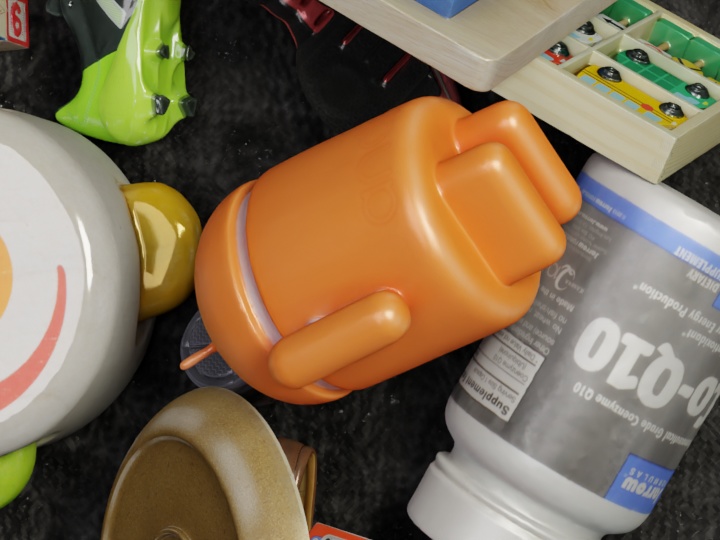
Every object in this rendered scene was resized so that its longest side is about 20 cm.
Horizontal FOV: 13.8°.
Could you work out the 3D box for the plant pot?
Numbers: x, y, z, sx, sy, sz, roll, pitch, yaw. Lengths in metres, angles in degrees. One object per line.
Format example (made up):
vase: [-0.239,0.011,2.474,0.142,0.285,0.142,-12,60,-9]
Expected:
plant pot: [-0.082,0.157,1.442,0.200,0.027,0.201,0,90,58]

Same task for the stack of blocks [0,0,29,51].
stack of blocks: [-0.291,-0.147,1.584,0.199,0.115,0.059,-4,84,19]

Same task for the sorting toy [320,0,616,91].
sorting toy: [0.035,-0.194,1.430,0.199,0.199,0.070,31,128,18]

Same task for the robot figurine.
robot figurine: [0.005,-0.008,1.398,0.199,0.116,0.145,-25,61,28]

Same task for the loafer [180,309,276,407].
loafer: [0.000,0.000,1.509,0.200,0.063,0.072,-36,58,8]

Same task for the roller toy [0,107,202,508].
roller toy: [-0.198,0.005,1.527,0.182,0.140,0.200,39,96,7]

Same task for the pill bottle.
pill bottle: [0.111,0.055,1.431,0.113,0.114,0.201,32,96,18]

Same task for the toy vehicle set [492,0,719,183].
toy vehicle set: [0.092,-0.117,1.448,0.199,0.124,0.027,31,121,18]

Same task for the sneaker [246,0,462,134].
sneaker: [-0.009,-0.146,1.513,0.200,0.087,0.074,49,127,-6]

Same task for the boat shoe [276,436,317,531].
boat shoe: [-0.046,0.182,1.495,0.067,0.072,0.202,-5,87,12]

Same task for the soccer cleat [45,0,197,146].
soccer cleat: [-0.123,-0.167,1.558,0.081,0.067,0.201,5,88,28]

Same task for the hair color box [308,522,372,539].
hair color box: [0.053,0.202,1.409,0.199,0.111,0.064,15,48,37]
